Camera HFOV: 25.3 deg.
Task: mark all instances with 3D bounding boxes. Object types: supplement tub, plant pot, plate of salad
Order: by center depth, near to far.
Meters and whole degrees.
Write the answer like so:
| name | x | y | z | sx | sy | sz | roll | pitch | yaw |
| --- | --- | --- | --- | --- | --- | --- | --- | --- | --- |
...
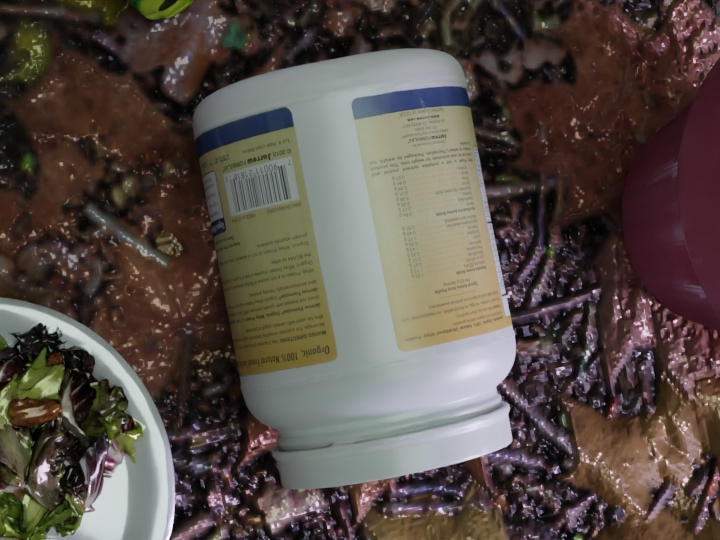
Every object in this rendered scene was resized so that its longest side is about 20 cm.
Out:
| name | x | y | z | sx | sy | sz | roll | pitch | yaw |
| --- | --- | --- | --- | --- | --- | --- | --- | --- | --- |
| plate of salad | -0.188 | 0.113 | 0.797 | 0.198 | 0.048 | 0.202 | 1 | 85 | -17 |
| supplement tub | 0.000 | 0.000 | 0.816 | 0.143 | 0.144 | 0.202 | -10 | 89 | -18 |
| plant pot | 0.240 | -0.037 | 0.879 | 0.198 | 0.179 | 0.202 | 2 | 85 | -18 |

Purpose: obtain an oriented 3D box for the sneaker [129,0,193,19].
| name | x | y | z | sx | sy | sz | roll | pitch | yaw |
| --- | --- | --- | --- | --- | --- | --- | --- | --- | --- |
| sneaker | -0.092 | -0.226 | 0.848 | 0.083 | 0.074 | 0.202 | 16 | 78 | -3 |
